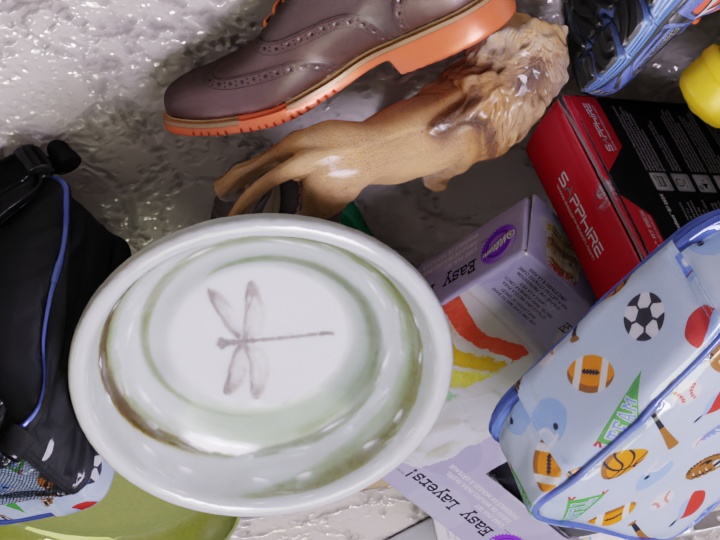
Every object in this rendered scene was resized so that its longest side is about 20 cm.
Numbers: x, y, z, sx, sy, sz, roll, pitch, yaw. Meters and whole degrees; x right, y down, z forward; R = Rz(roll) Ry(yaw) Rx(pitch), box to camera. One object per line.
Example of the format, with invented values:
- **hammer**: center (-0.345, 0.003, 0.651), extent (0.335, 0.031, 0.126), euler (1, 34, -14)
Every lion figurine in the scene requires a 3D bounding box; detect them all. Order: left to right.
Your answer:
- **lion figurine**: center (0.016, -0.067, 1.246), extent (0.199, 0.073, 0.122), euler (-32, 179, -27)

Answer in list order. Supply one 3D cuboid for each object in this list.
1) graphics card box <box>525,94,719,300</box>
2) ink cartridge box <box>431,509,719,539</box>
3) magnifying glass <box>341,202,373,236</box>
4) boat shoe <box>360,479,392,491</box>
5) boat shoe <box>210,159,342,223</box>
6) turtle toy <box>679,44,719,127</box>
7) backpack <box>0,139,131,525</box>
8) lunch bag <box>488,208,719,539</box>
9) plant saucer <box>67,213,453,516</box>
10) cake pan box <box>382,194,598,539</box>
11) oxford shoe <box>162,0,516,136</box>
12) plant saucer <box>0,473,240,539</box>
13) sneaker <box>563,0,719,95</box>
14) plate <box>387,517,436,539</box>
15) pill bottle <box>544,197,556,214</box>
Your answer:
- **graphics card box**: center (0.196, -0.029, 1.287), extent (0.199, 0.126, 0.051), euler (0, 142, -34)
- **ink cartridge box**: center (0.147, 0.143, 1.524), extent (0.199, 0.068, 0.115), euler (-12, 178, 5)
- **magnifying glass**: center (0.000, 0.000, 1.409), extent (0.199, 0.022, 0.079), euler (30, 127, -34)
- **boat shoe**: center (0.016, 0.098, 1.468), extent (0.199, 0.072, 0.076), euler (-13, 96, -5)
- **boat shoe**: center (-0.058, 0.026, 1.354), extent (0.073, 0.075, 0.201), euler (6, 135, -18)
- **turtle toy**: center (0.264, -0.099, 1.246), extent (0.146, 0.101, 0.200), euler (-40, 162, 19)
- **backpack**: center (-0.223, 0.052, 1.319), extent (0.189, 0.201, 0.154), euler (-8, 141, 21)
- **lunch bag**: center (0.168, 0.059, 1.211), extent (0.200, 0.076, 0.160), euler (-43, 146, 26)
- **plant saucer**: center (-0.052, 0.041, 1.249), extent (0.199, 0.050, 0.201), euler (-3, 129, -4)
- **cake pan box**: center (0.089, 0.071, 1.329), extent (0.184, 0.052, 0.200), euler (-30, 124, 32)
- **oxford shoe**: center (-0.022, -0.128, 1.231), extent (0.199, 0.071, 0.073), euler (-21, 111, 19)
- **plant saucer**: center (-0.174, 0.135, 1.517), extent (0.199, 0.031, 0.201), euler (-1, 143, 0)
- **sneaker**: center (0.175, -0.155, 1.213), extent (0.078, 0.076, 0.200), euler (16, 136, -30)
- **plate**: center (0.108, 0.223, 1.680), extent (0.199, 0.032, 0.200), euler (-31, 135, 24)
- **pill bottle**: center (0.199, 0.010, 1.379), extent (0.199, 0.113, 0.113), euler (11, 137, -22)
